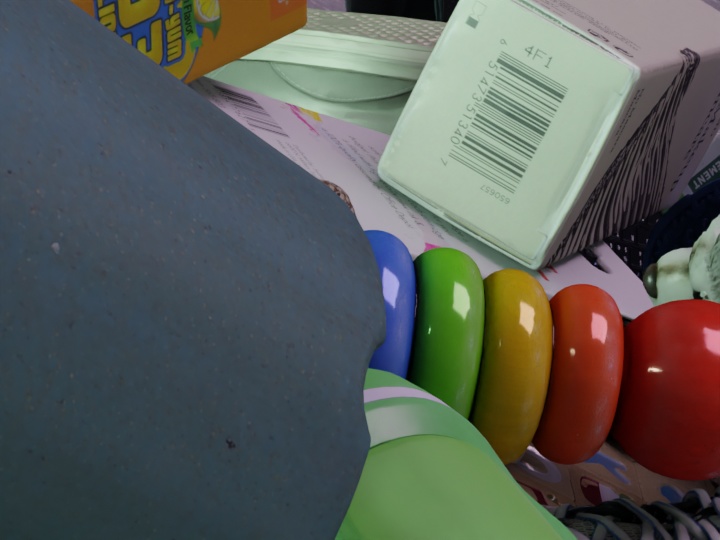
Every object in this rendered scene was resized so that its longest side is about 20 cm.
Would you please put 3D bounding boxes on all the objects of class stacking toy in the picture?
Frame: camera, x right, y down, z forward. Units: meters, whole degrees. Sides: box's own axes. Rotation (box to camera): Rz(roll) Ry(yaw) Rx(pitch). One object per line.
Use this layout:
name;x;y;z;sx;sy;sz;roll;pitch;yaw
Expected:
stacking toy;0.026;0.028;0.850;0.199;0.086;0.085;9;22;-8

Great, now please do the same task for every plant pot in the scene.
plant pot;-0.112;0.006;0.629;0.196;0.200;0.200;28;16;-34

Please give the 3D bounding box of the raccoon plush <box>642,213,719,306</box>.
raccoon plush;0.190;0.012;0.935;0.199;0.134;0.097;-8;68;-6

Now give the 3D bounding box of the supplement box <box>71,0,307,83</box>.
supplement box;-0.105;-0.083;0.905;0.069;0.067;0.200;25;40;33

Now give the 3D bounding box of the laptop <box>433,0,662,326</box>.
laptop;0.124;-0.016;1.175;0.103;0.201;0.177;-12;-18;41

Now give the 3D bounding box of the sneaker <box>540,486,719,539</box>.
sneaker;0.103;0.096;0.884;0.200;0.085;0.077;25;19;-15

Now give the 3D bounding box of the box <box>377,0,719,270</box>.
box;0.079;-0.060;1.026;0.068;0.082;0.200;31;18;13

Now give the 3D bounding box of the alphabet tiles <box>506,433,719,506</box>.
alphabet tiles;0.072;0.064;1.047;0.200;0.006;0.166;27;18;-12

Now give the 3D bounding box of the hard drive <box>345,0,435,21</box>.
hard drive;0.062;-0.124;1.267;0.135;0.042;0.200;3;-11;3

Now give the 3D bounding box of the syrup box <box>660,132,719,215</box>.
syrup box;0.211;0.026;1.153;0.081;0.079;0.200;-1;57;-55

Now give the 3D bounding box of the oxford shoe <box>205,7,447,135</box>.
oxford shoe;-0.035;-0.074;1.118;0.200;0.058;0.075;10;18;19

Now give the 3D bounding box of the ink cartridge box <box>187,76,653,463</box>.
ink cartridge box;0.000;0.000;0.979;0.200;0.068;0.115;16;21;-34

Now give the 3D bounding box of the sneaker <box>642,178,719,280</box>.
sneaker;0.194;-0.013;1.060;0.078;0.200;0.070;1;78;-39

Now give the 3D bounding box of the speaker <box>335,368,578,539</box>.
speaker;0.036;0.111;0.737;0.088;0.089;0.200;14;24;-42

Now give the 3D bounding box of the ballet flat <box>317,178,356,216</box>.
ballet flat;-0.096;-0.013;0.784;0.199;0.068;0.075;7;45;9
